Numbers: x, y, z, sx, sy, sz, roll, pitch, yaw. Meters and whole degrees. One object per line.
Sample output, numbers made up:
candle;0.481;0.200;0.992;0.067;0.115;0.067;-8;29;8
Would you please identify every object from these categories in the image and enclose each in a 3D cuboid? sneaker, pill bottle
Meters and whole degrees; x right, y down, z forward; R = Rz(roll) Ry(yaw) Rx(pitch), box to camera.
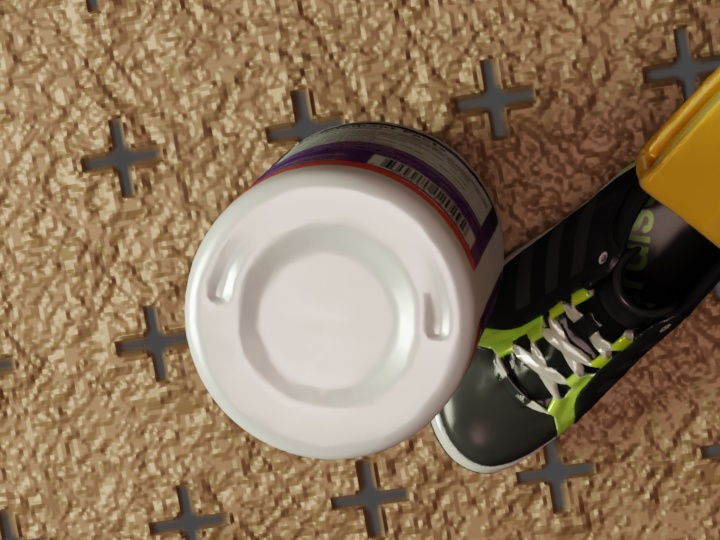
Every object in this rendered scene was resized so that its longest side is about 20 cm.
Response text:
sneaker;0.098;0.008;1.203;0.072;0.083;0.200;42;102;-2
pill bottle;0.000;0.000;1.154;0.111;0.200;0.112;1;100;7

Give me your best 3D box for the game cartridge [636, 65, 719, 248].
game cartridge;0.239;-0.043;1.131;0.200;0.032;0.176;36;113;-18
